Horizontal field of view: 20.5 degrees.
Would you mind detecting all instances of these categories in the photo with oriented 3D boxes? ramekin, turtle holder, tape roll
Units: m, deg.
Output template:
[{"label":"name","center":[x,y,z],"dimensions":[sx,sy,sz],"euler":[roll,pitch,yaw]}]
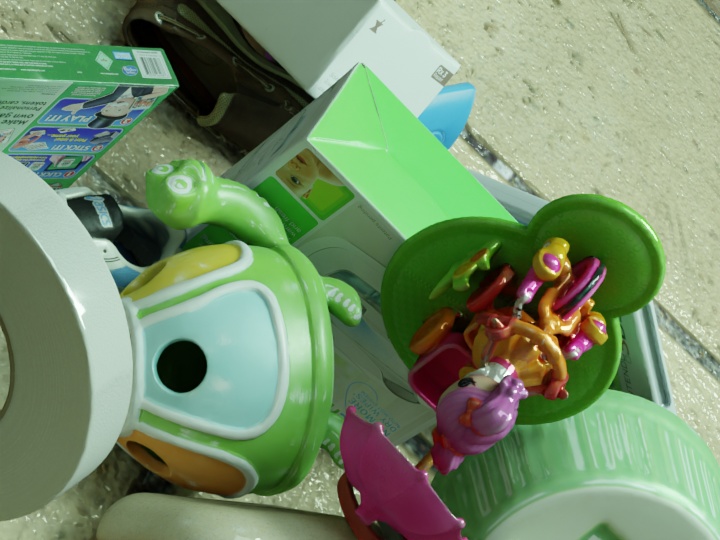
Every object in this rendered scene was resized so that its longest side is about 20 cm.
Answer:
[{"label":"ramekin","center":[0.140,0.183,1.245],"dimensions":[0.200,0.200,0.098],"euler":[40,17,-17]},{"label":"turtle holder","center":[-0.081,0.039,1.157],"dimensions":[0.132,0.186,0.141],"euler":[3,17,-29]},{"label":"tape roll","center":[-0.206,0.029,1.007],"dimensions":[0.203,0.203,0.037],"euler":[54,37,0]}]

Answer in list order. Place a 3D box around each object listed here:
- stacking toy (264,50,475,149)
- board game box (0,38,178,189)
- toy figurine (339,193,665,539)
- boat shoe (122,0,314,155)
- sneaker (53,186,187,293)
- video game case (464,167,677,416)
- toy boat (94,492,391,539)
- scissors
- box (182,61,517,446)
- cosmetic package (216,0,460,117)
[{"label":"stacking toy","center":[-0.025,-0.152,1.447],"dimensions":[0.200,0.116,0.110],"euler":[51,32,15]},{"label":"board game box","center":[-0.219,-0.083,1.138],"dimensions":[0.200,0.135,0.029],"euler":[-3,64,-49]},{"label":"toy figurine","center":[0.067,0.069,1.103],"dimensions":[0.150,0.200,0.184],"euler":[45,40,-11]},{"label":"boat shoe","center":[-0.084,-0.111,1.362],"dimensions":[0.202,0.075,0.075],"euler":[42,36,4]},{"label":"sneaker","center":[-0.188,-0.022,1.171],"dimensions":[0.200,0.072,0.072],"euler":[3,50,-48]},{"label":"video game case","center":[0.124,0.025,1.335],"dimensions":[0.022,0.200,0.182],"euler":[-36,129,-25]},{"label":"toy boat","center":[-0.057,0.199,1.126],"dimensions":[0.200,0.130,0.131],"euler":[12,84,-41]},{"label":"scissors","center":[0.039,0.182,1.075],"dimensions":[0.073,0.014,0.200],"euler":[20,29,-32]},{"label":"box","center":[0.000,0.000,1.273],"dimensions":[0.200,0.176,0.097],"euler":[46,41,-12]},{"label":"cosmetic package","center":[-0.037,-0.182,1.346],"dimensions":[0.113,0.081,0.200],"euler":[31,14,-52]}]
